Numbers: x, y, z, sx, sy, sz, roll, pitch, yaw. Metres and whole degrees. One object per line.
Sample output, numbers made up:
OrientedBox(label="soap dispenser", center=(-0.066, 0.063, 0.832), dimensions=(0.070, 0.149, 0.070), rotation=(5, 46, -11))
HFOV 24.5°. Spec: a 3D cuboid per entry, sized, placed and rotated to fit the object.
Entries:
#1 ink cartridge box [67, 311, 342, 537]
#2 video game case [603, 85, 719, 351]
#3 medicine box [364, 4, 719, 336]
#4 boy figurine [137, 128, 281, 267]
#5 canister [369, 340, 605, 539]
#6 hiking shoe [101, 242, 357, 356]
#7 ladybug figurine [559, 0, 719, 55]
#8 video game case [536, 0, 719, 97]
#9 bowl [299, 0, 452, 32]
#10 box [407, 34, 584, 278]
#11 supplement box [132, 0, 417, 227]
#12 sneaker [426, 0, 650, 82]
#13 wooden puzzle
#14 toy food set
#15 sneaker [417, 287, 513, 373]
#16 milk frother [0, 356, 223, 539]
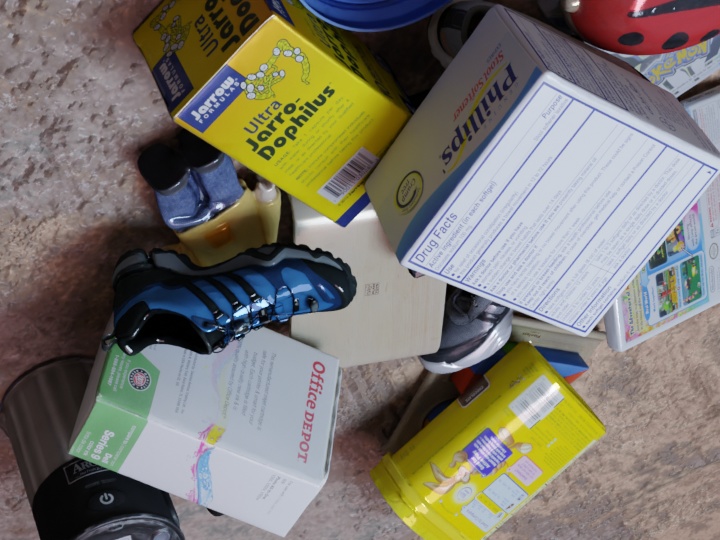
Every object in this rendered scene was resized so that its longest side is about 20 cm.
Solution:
OrientedBox(label="ink cartridge box", center=(-0.125, 0.112, 1.373), dimensions=(0.199, 0.146, 0.088), rotation=(22, 132, -12))
OrientedBox(label="video game case", center=(0.286, -0.050, 1.512), dimensions=(0.181, 0.024, 0.201), rotation=(-23, 115, -28))
OrientedBox(label="medicine box", center=(0.138, -0.071, 1.257), dimensions=(0.199, 0.103, 0.183), rotation=(21, 118, -33))
OrientedBox(label="boy figurine", center=(-0.117, -0.029, 1.362), dimensions=(0.124, 0.065, 0.201), rotation=(-29, 136, -6))
OrientedBox(label="canister", center=(0.128, 0.178, 1.618), dimensions=(0.200, 0.087, 0.149), rotation=(-42, 134, 5))
OrientedBox(label="hiking shoe", center=(-0.101, 0.033, 1.316), dimensions=(0.198, 0.087, 0.075), rotation=(-3, 143, 6))
OrientedBox(label="ladybug figurine", center=(0.253, -0.231, 1.328), dimensions=(0.199, 0.072, 0.136), rotation=(-19, 130, -16))
OrientedBox(label="video game case", center=(0.265, -0.222, 1.422), dimensions=(0.199, 0.022, 0.183), rotation=(-33, 138, 3))
OrientedBox(label="bowl", center=(0.023, -0.272, 1.214), dimensions=(0.199, 0.039, 0.202), rotation=(-18, 135, -20))
OrientedBox(label="box", center=(0.112, -0.095, 1.373), dimensions=(0.199, 0.036, 0.144), rotation=(-21, 100, -4))
OrientedBox(label="supplement box", center=(-0.056, -0.138, 1.255), dimensions=(0.109, 0.109, 0.200), rotation=(-44, 137, 15))
OrientedBox(label="sneaker", center=(0.148, -0.156, 1.312), dimensions=(0.199, 0.079, 0.074), rotation=(22, 91, -10))
OrientedBox(label="wooden puzzle", center=(0.140, 0.131, 1.675), dimensions=(0.184, 0.046, 0.201), rotation=(10, 125, -36))
OrientedBox(label="toy food set", center=(0.000, 0.000, 1.449), dimensions=(0.142, 0.061, 0.201), rotation=(-8, 125, -16))
OrientedBox(label="sneaker", center=(0.113, 0.002, 1.517), dimensions=(0.200, 0.076, 0.114), rotation=(-41, 137, 3))
OrientedBox(label="milk frother", center=(-0.216, 0.211, 1.443), dimensions=(0.179, 0.189, 0.201), rotation=(1, 130, -28))
